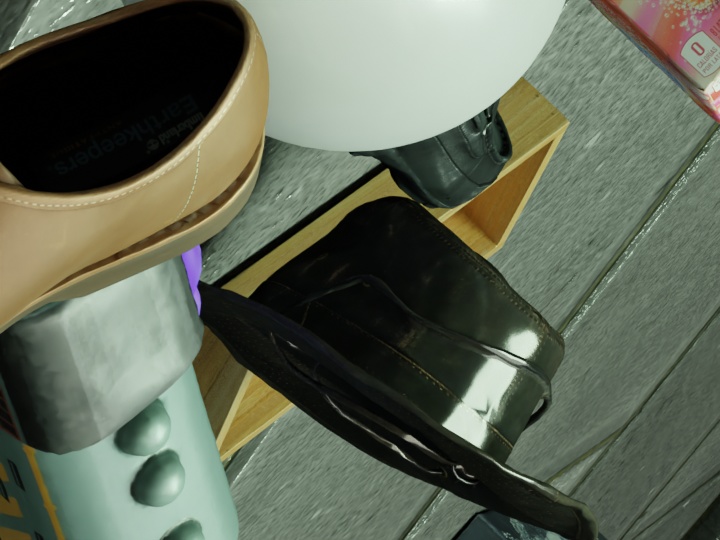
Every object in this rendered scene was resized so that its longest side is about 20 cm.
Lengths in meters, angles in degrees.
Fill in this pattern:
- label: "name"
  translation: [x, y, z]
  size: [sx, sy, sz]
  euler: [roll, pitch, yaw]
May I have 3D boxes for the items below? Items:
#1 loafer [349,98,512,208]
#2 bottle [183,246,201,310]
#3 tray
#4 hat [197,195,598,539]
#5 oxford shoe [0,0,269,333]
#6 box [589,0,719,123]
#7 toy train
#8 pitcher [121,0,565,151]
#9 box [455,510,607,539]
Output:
- label: "loafer"
  translation: [0.027, -0.069, 0.992]
  size: [0.070, 0.068, 0.200]
  euler: [-33, 165, 10]
- label: "bottle"
  translation: [-0.094, 0.022, 0.906]
  size: [0.083, 0.065, 0.200]
  euler: [-38, 164, -33]
- label: "tray"
  translation: [0.000, 0.000, 1.189]
  size: [0.200, 0.037, 0.099]
  euler: [-36, 163, -34]
- label: "hat"
  translation: [0.014, 0.020, 1.006]
  size: [0.081, 0.200, 0.201]
  euler: [-61, 168, -7]
- label: "oxford shoe"
  translation: [-0.105, -0.005, 0.595]
  size: [0.200, 0.071, 0.071]
  euler: [-36, 170, -20]
- label: "box"
  translation: [0.178, -0.166, 1.112]
  size: [0.200, 0.095, 0.103]
  euler: [-47, 166, 5]
- label: "toy train"
  translation: [-0.090, 0.030, 0.767]
  size: [0.085, 0.114, 0.201]
  euler: [-38, 141, -24]
- label: "pitcher"
  translation: [0.010, -0.094, 0.681]
  size: [0.200, 0.171, 0.122]
  euler: [31, 69, -74]
- label: "box"
  translation: [0.152, 0.280, 2.105]
  size: [0.118, 0.197, 0.200]
  euler: [-50, 166, 15]
